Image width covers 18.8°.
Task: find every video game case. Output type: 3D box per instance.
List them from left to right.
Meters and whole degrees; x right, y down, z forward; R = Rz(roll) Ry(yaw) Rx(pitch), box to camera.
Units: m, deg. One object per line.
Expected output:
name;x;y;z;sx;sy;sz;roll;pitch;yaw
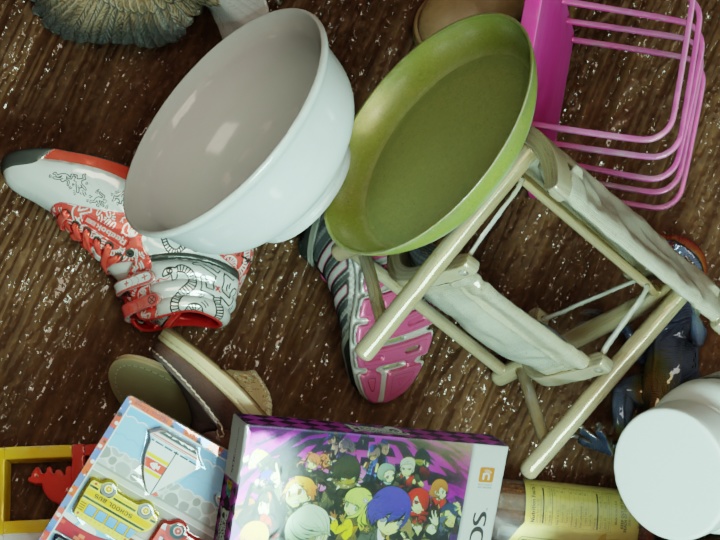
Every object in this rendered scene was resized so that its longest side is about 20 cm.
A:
video game case;-0.006;0.197;1.520;0.199;0.036;0.182;7;99;-21

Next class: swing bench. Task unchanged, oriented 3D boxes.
swing bench;0.122;0.010;1.558;0.200;0.130;0.199;-40;124;19

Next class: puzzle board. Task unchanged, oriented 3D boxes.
puzzle board;-0.116;0.199;1.529;0.200;0.017;0.151;31;96;-12

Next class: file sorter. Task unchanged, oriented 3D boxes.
file sorter;0.187;-0.136;1.622;0.125;0.200;0.139;9;79;12

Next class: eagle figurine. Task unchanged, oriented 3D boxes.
eagle figurine;-0.156;-0.245;1.652;0.199;0.151;0.152;3;90;-18

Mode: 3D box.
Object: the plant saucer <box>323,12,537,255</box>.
plant saucer;0.055;-0.089;1.523;0.031;0.200;0.200;36;76;-29

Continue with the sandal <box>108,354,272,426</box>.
sandal;-0.089;0.110;1.639;0.211;0.078;0.070;34;47;-8

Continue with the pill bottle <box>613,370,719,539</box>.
pill bottle;0.276;0.126;1.574;0.200;0.113;0.113;-14;81;-49

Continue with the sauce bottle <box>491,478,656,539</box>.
sauce bottle;0.122;0.189;1.645;0.199;0.066;0.066;6;80;-4

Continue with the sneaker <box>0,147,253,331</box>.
sneaker;-0.181;-0.019;1.634;0.201;0.067;0.108;15;73;-8

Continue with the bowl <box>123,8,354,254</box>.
bowl;-0.071;-0.083;1.568;0.090;0.201;0.201;40;76;-29

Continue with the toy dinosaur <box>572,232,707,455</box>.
toy dinosaur;0.230;0.068;1.690;0.105;0.200;0.182;9;51;32

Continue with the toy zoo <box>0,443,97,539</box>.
toy zoo;-0.203;0.193;1.598;0.199;0.020;0.132;-2;75;6

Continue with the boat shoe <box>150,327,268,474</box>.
boat shoe;-0.092;0.131;1.557;0.072;0.072;0.200;-41;106;-7

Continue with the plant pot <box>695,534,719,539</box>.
plant pot;0.265;0.272;1.580;0.198;0.200;0.201;-18;83;-29

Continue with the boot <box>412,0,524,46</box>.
boot;0.125;-0.243;1.645;0.175;0.200;0.066;-33;82;-12

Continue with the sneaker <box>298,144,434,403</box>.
sneaker;0.000;0.000;1.659;0.074;0.087;0.201;-16;106;-30
